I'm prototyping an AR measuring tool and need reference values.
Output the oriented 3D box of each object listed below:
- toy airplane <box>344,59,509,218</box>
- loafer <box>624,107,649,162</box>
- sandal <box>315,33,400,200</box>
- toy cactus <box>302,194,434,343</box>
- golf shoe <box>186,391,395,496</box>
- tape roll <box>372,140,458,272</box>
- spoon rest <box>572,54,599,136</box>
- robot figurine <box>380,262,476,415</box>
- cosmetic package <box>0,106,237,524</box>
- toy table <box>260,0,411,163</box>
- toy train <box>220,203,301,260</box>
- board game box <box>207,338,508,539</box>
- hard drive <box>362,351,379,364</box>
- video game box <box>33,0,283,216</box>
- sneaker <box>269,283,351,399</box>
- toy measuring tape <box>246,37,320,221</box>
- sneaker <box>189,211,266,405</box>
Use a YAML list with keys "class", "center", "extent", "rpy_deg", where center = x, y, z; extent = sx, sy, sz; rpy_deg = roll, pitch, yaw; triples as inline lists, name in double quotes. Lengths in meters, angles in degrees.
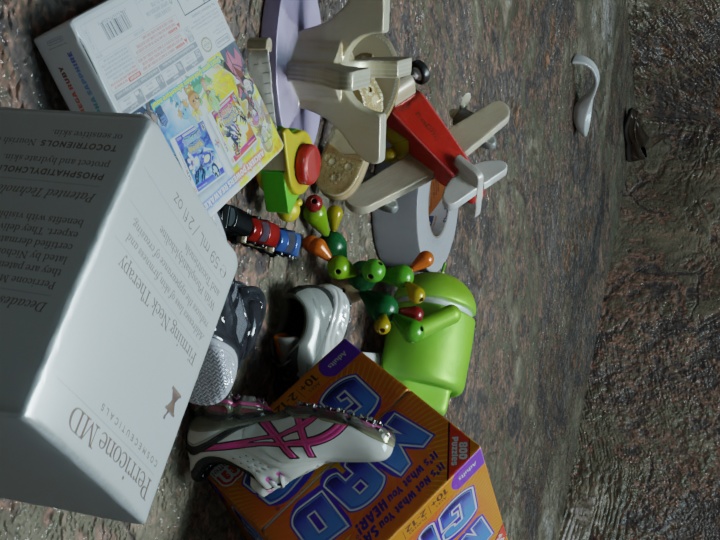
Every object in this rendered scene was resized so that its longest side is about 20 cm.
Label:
- class: "toy airplane"
  center: [0.083, -0.142, 1.485]
  extent: [0.141, 0.198, 0.201]
  rpy_deg: [122, -23, -64]
- class: "loafer"
  center: [0.848, -0.416, 3.684]
  extent: [0.201, 0.070, 0.073]
  rpy_deg: [71, 31, -48]
- class: "sandal"
  center: [-0.008, -0.189, 1.377]
  extent: [0.070, 0.077, 0.213]
  rpy_deg: [53, 50, -70]
- class: "toy cactus"
  center: [0.000, 0.000, 1.386]
  extent: [0.102, 0.200, 0.165]
  rpy_deg: [-51, -176, -17]
- class: "golf shoe"
  center: [-0.065, 0.167, 1.124]
  extent: [0.073, 0.198, 0.093]
  rpy_deg: [42, 54, -72]
- class: "tape roll"
  center: [0.078, -0.099, 1.652]
  extent: [0.200, 0.066, 0.202]
  rpy_deg: [5, 90, -71]
- class: "spoon rest"
  center: [0.533, -0.409, 2.838]
  extent: [0.100, 0.060, 0.201]
  rpy_deg: [-61, 149, -47]
- class: "robot figurine"
  center: [0.091, 0.093, 1.598]
  extent: [0.176, 0.115, 0.202]
  rpy_deg: [116, -14, -74]
- class: "cosmetic package"
  center: [-0.203, 0.027, 0.761]
  extent: [0.168, 0.165, 0.201]
  rpy_deg: [64, 37, -55]
- class: "toy table"
  center: [-0.028, -0.212, 1.260]
  extent: [0.184, 0.116, 0.201]
  rpy_deg: [-50, 142, -57]
- class: "toy train"
  center: [-0.104, -0.039, 1.192]
  extent: [0.200, 0.045, 0.034]
  rpy_deg: [22, 74, -69]
- class: "board game box"
  center: [0.000, 0.238, 1.216]
  extent: [0.200, 0.199, 0.201]
  rpy_deg: [-42, 142, -17]
- class: "hard drive"
  center: [-0.024, 0.165, 1.488]
  extent: [0.200, 0.026, 0.133]
  rpy_deg: [14, 81, -70]
- class: "video game box"
  center: [-0.151, -0.138, 0.965]
  extent: [0.183, 0.047, 0.200]
  rpy_deg: [64, 31, -17]
- class: "sneaker"
  center: [-0.070, 0.111, 1.309]
  extent: [0.079, 0.074, 0.202]
  rpy_deg: [9, 89, -46]
- class: "toy measuring tape"
  center: [-0.079, -0.144, 1.205]
  extent: [0.074, 0.073, 0.201]
  rpy_deg: [-55, 144, -54]
- class: "sneaker"
  center: [-0.136, 0.011, 1.086]
  extent: [0.114, 0.075, 0.202]
  rpy_deg: [-52, 142, -67]
